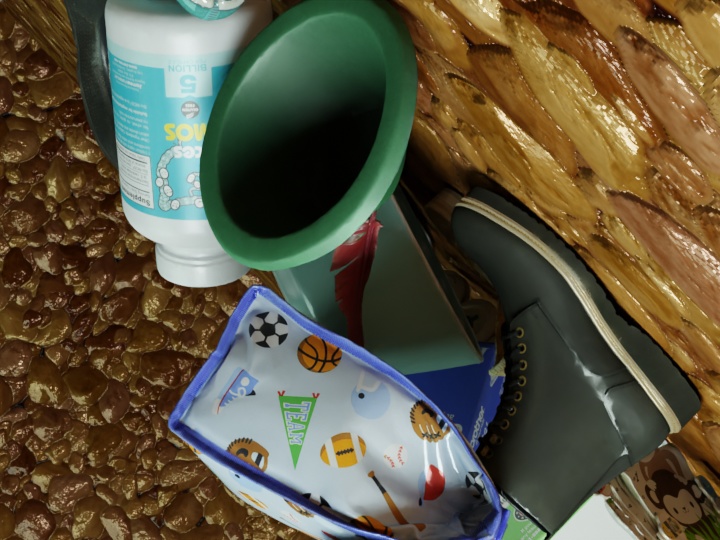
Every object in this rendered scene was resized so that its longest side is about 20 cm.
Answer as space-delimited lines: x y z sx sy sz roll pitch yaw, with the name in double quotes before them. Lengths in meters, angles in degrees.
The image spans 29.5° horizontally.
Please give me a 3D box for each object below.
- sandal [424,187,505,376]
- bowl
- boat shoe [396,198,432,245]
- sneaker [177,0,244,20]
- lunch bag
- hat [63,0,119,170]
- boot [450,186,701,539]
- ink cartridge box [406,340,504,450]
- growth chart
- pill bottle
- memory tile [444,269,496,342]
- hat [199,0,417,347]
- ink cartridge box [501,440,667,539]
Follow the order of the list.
"sandal" 0.108 0.041 0.966 0.212 0.070 0.078 46 172 4
"bowl" 0.000 0.000 0.998 0.202 0.105 0.201 61 -176 -8
"boat shoe" 0.020 -0.015 1.181 0.074 0.065 0.200 44 172 26
"sneaker" -0.131 -0.217 0.870 0.200 0.077 0.080 51 134 33
"lunch bag" -0.002 0.122 0.846 0.199 0.124 0.170 28 168 11
"hat" -0.167 -0.165 1.103 0.201 0.081 0.202 43 145 42
"boot" 0.097 0.060 0.856 0.200 0.138 0.077 46 173 10
"ink cartridge box" 0.011 0.099 1.073 0.199 0.094 0.044 3 147 29
"growth chart" 0.222 0.170 0.931 0.200 0.018 0.145 44 -150 6
"pill bottle" -0.111 -0.093 0.929 0.111 0.110 0.201 38 137 49
"memory tile" 0.068 0.091 1.098 0.200 0.153 0.017 43 173 46
"hat" 0.013 -0.057 0.844 0.175 0.199 0.167 21 -122 -43
"ink cartridge box" 0.136 0.151 1.084 0.084 0.145 0.200 52 171 -35
